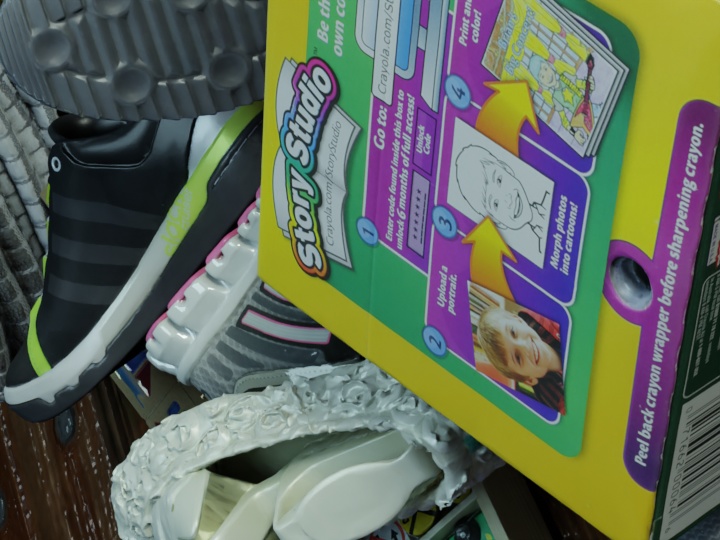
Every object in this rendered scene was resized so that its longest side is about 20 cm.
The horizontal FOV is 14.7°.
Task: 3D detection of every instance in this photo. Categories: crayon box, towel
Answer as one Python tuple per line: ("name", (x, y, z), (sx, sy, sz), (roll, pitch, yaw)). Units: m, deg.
("crayon box", (0.048, -0.043, 0.817), (0.172, 0.058, 0.201), (36, 139, 32))
("towel", (-0.191, -0.052, 1.228), (0.165, 0.085, 0.201), (34, 154, 53))

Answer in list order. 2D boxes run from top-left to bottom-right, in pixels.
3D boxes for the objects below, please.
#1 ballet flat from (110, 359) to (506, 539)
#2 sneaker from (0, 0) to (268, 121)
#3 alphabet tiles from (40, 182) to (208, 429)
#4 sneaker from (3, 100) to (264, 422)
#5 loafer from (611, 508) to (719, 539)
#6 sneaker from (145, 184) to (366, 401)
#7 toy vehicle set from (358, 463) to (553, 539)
("ballet flat", (-0.027, 0.076, 0.985), (0.199, 0.071, 0.072), (-27, 66, 38))
("sneaker", (-0.037, -0.104, 0.997), (0.082, 0.198, 0.071), (-128, 29, -62))
("alphabet tiles", (-0.052, -0.004, 1.110), (0.167, 0.006, 0.200), (52, 135, 11))
("sneaker", (-0.090, -0.025, 1.079), (0.083, 0.072, 0.200), (45, 124, 4))
("loafer", (0.093, 0.017, 0.920), (0.071, 0.063, 0.201), (-23, 66, 10))
("sneaker", (0.000, 0.000, 1.012), (0.087, 0.074, 0.200), (45, 132, 5))
("toy vehicle set", (-0.004, 0.146, 1.032), (0.200, 0.026, 0.125), (-45, 57, 31))
